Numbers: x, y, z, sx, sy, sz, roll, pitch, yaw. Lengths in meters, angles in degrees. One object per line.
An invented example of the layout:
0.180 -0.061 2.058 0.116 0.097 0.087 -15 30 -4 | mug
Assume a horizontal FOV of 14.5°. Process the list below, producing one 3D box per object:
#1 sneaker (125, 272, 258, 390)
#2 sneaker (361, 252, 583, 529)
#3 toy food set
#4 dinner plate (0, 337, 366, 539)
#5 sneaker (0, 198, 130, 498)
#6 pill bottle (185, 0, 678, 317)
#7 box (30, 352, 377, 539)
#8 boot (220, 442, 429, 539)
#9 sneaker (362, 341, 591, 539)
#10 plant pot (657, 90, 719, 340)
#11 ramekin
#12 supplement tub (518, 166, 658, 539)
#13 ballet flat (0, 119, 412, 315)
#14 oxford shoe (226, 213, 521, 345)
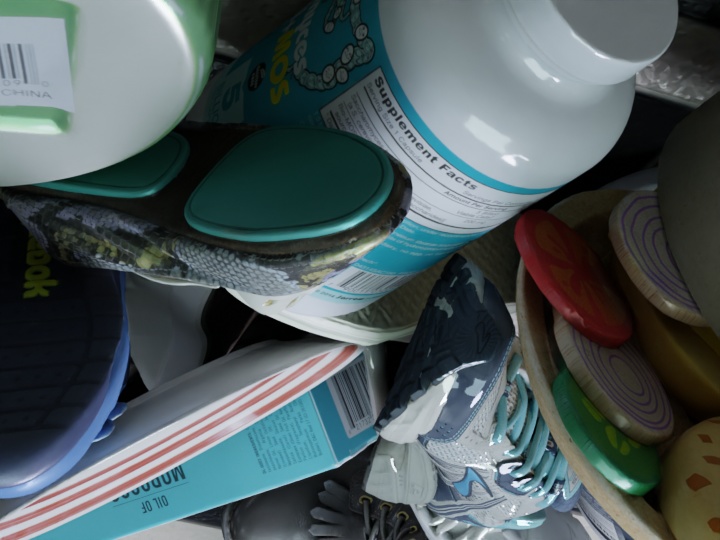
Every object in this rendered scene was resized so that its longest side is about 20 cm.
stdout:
-0.088 0.000 1.258 0.084 0.073 0.200 33 160 8 | sneaker
0.056 0.055 1.135 0.086 0.078 0.200 23 165 5 | sneaker
0.138 0.043 1.071 0.198 0.200 0.049 46 127 3 | toy food set
-0.089 0.070 1.206 0.199 0.024 0.200 -28 175 -2 | dinner plate
-0.122 0.039 1.098 0.073 0.200 0.083 0 118 3 | sneaker
0.027 -0.066 1.062 0.110 0.112 0.200 19 146 -32 | pill bottle
-0.077 0.087 1.380 0.199 0.049 0.082 -20 -177 32 | box
0.025 0.136 1.386 0.198 0.174 0.070 -11 110 4 | boot
0.044 0.098 1.269 0.074 0.201 0.087 -32 160 17 | sneaker
0.244 -0.051 1.054 0.186 0.188 0.200 17 133 -30 | plant pot
-0.138 -0.112 0.985 0.198 0.098 0.200 0 152 0 | ramekin
0.152 0.056 1.263 0.139 0.141 0.200 -6 152 11 | supplement tub
-0.050 -0.019 1.039 0.199 0.072 0.072 11 164 41 | ballet flat
0.000 0.000 1.194 0.058 0.076 0.199 -22 165 37 | oxford shoe
